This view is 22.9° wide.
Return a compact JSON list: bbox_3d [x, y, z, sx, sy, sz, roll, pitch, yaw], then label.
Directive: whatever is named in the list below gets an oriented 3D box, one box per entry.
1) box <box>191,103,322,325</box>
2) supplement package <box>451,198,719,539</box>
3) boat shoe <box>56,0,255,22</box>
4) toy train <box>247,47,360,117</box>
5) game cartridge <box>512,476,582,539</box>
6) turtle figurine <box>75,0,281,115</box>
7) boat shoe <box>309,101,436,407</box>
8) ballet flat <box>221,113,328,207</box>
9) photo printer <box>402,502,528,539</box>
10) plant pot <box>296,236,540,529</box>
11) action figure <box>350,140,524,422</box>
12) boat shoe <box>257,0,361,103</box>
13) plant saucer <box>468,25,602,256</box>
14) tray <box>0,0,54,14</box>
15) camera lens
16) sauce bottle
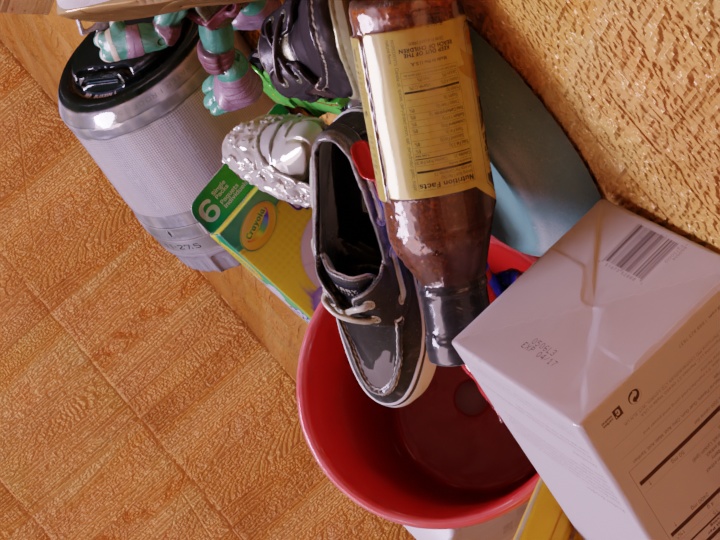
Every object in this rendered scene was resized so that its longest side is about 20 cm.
[{"bbox_3d":[-0.022,-0.022,1.347,0.200,0.118,0.048,41,171,-9],"label":"box"},{"bbox_3d":[0.163,0.085,0.955,0.121,0.120,0.201,33,161,54],"label":"supplement package"},{"bbox_3d":[-0.100,-0.195,1.065,0.071,0.198,0.070,-4,-89,-66],"label":"boat shoe"},{"bbox_3d":[-0.038,-0.137,1.290,0.056,0.042,0.200,42,174,-23],"label":"toy train"},{"bbox_3d":[0.138,0.148,1.113,0.032,0.201,0.177,21,162,19],"label":"game cartridge"},{"bbox_3d":[-0.116,-0.194,1.180,0.100,0.151,0.200,23,166,29],"label":"turtle figurine"},{"bbox_3d":[0.000,0.000,1.086,0.070,0.064,0.202,7,118,31],"label":"boat shoe"},{"bbox_3d":[-0.013,-0.075,1.266,0.199,0.072,0.072,24,162,21],"label":"ballet flat"},{"bbox_3d":[0.075,0.139,1.474,0.200,0.165,0.070,41,148,39],"label":"photo printer"},{"bbox_3d":[0.070,0.082,1.226,0.201,0.200,0.177,47,-178,15],"label":"plant pot"},{"bbox_3d":[0.067,0.006,1.039,0.099,0.065,0.201,54,177,43],"label":"action figure"},{"bbox_3d":[-0.029,-0.130,1.063,0.200,0.064,0.074,124,136,-88],"label":"boat shoe"},{"bbox_3d":[0.066,-0.076,1.041,0.200,0.036,0.200,49,171,11],"label":"plant saucer"},{"bbox_3d":[-0.184,-0.253,1.043,0.200,0.037,0.099,125,136,-51],"label":"tray"},{"bbox_3d":[-0.143,-0.119,1.477,0.160,0.160,0.201,37,165,53],"label":"camera lens"},{"bbox_3d":[0.039,-0.050,0.950,0.066,0.065,0.202,-152,49,-66],"label":"sauce bottle"}]
